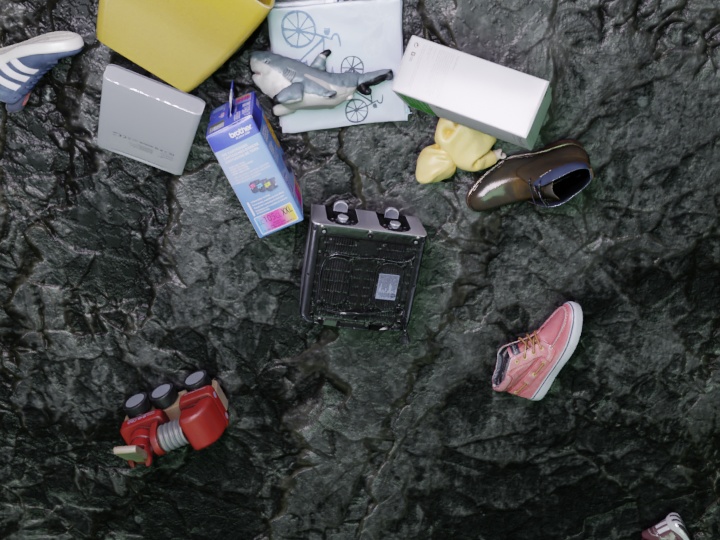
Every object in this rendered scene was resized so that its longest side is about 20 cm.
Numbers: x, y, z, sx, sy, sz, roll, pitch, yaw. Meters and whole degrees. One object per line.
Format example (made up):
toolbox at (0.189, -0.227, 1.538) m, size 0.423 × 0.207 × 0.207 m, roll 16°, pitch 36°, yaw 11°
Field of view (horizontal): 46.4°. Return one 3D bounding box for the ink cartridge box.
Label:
ink cartridge box at (-0.156, -0.167, 1.207) m, size 0.076 × 0.137 × 0.201 m, roll -24°, pitch 116°, yaw 6°

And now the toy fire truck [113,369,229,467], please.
toy fire truck at (-0.317, 0.262, 1.374) m, size 0.175 × 0.200 × 0.129 m, roll -20°, pitch 117°, yaw 6°

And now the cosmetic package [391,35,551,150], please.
cosmetic package at (0.156, -0.244, 1.159) m, size 0.199 × 0.108 × 0.085 m, roll 24°, pitch 95°, yaw 16°

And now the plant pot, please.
plant pot at (-0.230, -0.356, 1.084) m, size 0.199 × 0.201 × 0.177 m, roll 29°, pitch 122°, yaw -18°

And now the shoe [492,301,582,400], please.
shoe at (0.298, 0.135, 1.431) m, size 0.090 × 0.072 × 0.201 m, roll 12°, pitch 120°, yaw -17°

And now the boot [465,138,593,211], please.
boot at (0.258, -0.133, 1.279) m, size 0.199 × 0.097 × 0.075 m, roll -26°, pitch 116°, yaw 8°

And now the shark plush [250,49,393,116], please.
shark plush at (-0.053, -0.274, 1.182) m, size 0.198 × 0.091 × 0.084 m, roll -5°, pitch 88°, yaw 4°

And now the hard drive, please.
hard drive at (-0.295, -0.203, 1.167) m, size 0.131 × 0.027 × 0.200 m, roll 20°, pitch 158°, yaw -13°

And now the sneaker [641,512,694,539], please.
sneaker at (0.625, 0.582, 1.690) m, size 0.115 × 0.076 × 0.201 m, roll -28°, pitch 105°, yaw 15°

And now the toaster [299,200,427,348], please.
toaster at (0.000, 0.000, 1.314) m, size 0.179 × 0.119 × 0.202 m, roll 6°, pitch 116°, yaw -7°

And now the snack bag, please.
snack bag at (-0.029, -0.300, 1.216) m, size 0.198 × 0.021 × 0.190 m, roll -6°, pitch 118°, yaw -1°

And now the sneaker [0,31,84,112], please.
sneaker at (-0.466, -0.271, 1.169) m, size 0.198 × 0.075 × 0.085 m, roll -11°, pitch 116°, yaw 12°

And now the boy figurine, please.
boy figurine at (0.164, -0.199, 1.258) m, size 0.124 × 0.065 × 0.200 m, roll 38°, pitch 109°, yaw -21°
